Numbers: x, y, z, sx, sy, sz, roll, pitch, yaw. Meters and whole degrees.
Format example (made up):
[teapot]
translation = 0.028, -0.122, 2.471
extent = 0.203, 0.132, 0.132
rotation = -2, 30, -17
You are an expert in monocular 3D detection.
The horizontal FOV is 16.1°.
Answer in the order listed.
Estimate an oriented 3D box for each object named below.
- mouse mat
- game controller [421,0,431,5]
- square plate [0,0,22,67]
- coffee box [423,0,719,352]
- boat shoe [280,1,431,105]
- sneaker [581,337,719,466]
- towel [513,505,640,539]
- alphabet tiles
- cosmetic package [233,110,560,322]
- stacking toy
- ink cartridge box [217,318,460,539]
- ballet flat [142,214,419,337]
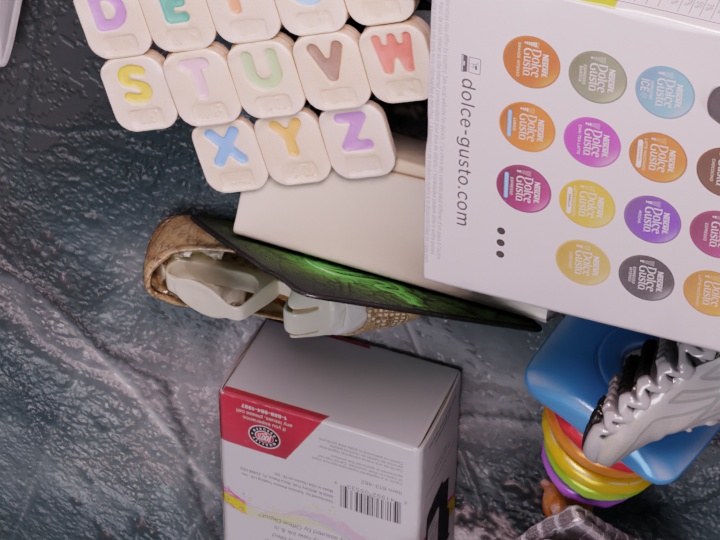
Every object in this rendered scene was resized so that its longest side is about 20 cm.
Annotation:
[mouse mat]
translation = 0.000, 0.000, 1.501
extent = 0.160, 0.200, 0.008
rotation = 9, 99, -25
[game controller]
translation = 0.030, -0.244, 1.349
extent = 0.042, 0.104, 0.201
rotation = -1, 127, 39
[square plate]
translation = -0.283, -0.244, 1.568
extent = 0.199, 0.029, 0.199
rotation = 28, 136, 4
[coffee box]
translation = 0.158, -0.108, 1.328
extent = 0.196, 0.200, 0.201
rotation = 14, 133, 16
[boat shoe]
translation = 0.001, -0.134, 1.487
extent = 0.199, 0.060, 0.076
rotation = -20, 116, 38
[sneaker]
translation = 0.208, 0.057, 1.432
extent = 0.200, 0.075, 0.081
rotation = -40, 98, 25
[towel]
translation = 0.124, 0.225, 1.662
extent = 0.165, 0.086, 0.200
rotation = -13, 153, 32
[alphabet tiles]
translation = -0.058, -0.130, 1.424
extent = 0.199, 0.015, 0.197
rotation = -5, 122, 20
[cosmetic package]
translation = 0.036, -0.035, 1.512
extent = 0.199, 0.103, 0.074
rotation = 15, 102, 15
[stacking toy]
translation = 0.153, 0.109, 1.598
extent = 0.116, 0.110, 0.200
rotation = 36, 147, 12
[ink cartridge box]
translation = -0.014, 0.147, 1.718
extent = 0.145, 0.083, 0.201
rotation = 15, 133, 16
[ballet flat]
translation = -0.052, 0.014, 1.638
extent = 0.199, 0.065, 0.071
rotation = 9, 131, 21
